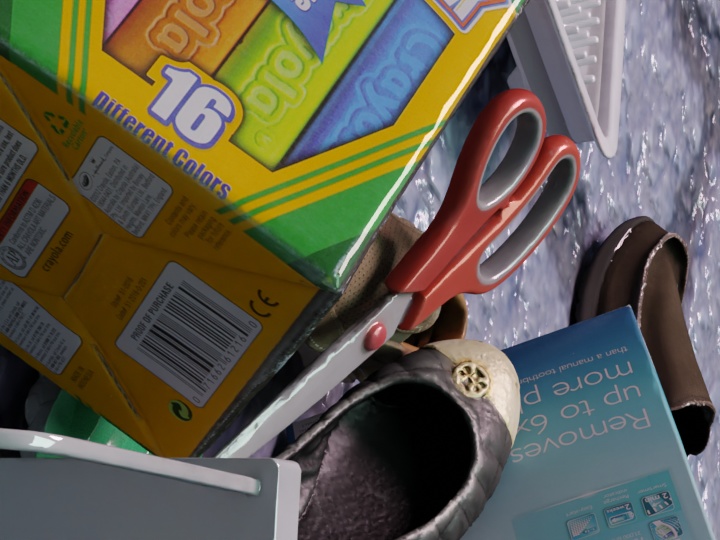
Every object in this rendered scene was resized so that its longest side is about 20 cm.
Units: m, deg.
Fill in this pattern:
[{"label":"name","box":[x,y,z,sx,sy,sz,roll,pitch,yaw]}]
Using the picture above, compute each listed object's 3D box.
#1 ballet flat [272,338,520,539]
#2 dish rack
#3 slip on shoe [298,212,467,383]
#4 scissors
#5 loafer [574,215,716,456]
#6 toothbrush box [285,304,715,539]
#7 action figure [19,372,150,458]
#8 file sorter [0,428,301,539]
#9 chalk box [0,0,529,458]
[{"label":"ballet flat","box":[-0.001,0.076,0.850,0.200,0.066,0.057,-38,162,-44]},{"label":"dish rack","box":[0.075,-0.164,1.127,0.172,0.044,0.200,-82,155,-46]},{"label":"slip on shoe","box":[0.000,0.000,0.902,0.200,0.061,0.076,68,28,-70]},{"label":"scissors","box":[0.013,0.019,0.864,0.200,0.014,0.073,-52,148,-19]},{"label":"loafer","box":[0.147,0.066,1.250,0.073,0.071,0.200,47,47,-53]},{"label":"toothbrush box","box":[0.062,0.123,0.909,0.200,0.146,0.085,-101,170,-52]},{"label":"action figure","box":[-0.078,0.028,0.812,0.118,0.055,0.200,66,30,-41]},{"label":"file sorter","box":[-0.110,0.143,0.646,0.125,0.139,0.200,19,71,-60]},{"label":"chalk box","box":[-0.035,-0.067,0.747,0.124,0.125,0.200,36,51,-4]}]
